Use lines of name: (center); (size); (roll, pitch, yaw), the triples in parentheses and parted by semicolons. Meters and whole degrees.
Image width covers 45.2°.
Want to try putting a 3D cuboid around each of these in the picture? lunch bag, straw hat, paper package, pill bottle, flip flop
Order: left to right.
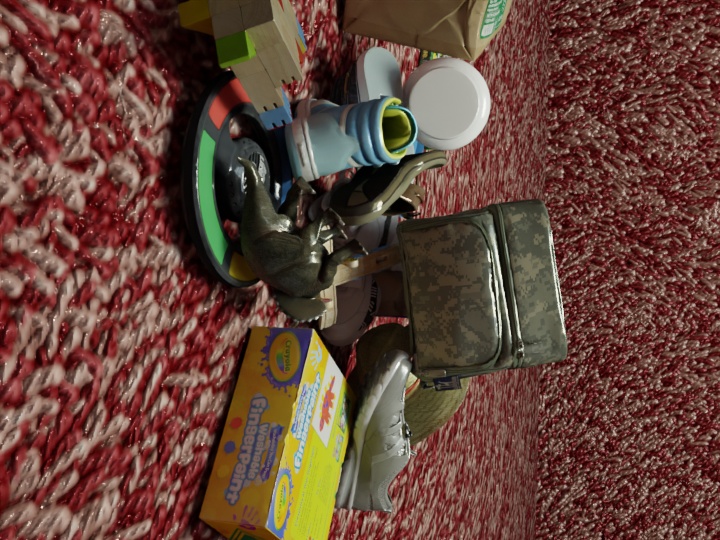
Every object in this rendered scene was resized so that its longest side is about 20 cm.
straw hat: (0.035, 0.113, 1.060); (0.085, 0.200, 0.202); (56, 39, -35)
flip flop: (0.032, -0.079, 0.897); (0.200, 0.081, 0.058); (-47, 124, -56)
paper package: (0.094, -0.359, 1.110); (0.200, 0.190, 0.104); (-53, 155, -57)
pill bottle: (0.106, -0.208, 1.085); (0.200, 0.111, 0.113); (-60, 150, -80)
lunch bag: (0.130, 0.026, 0.984); (0.139, 0.167, 0.201); (168, -85, -83)

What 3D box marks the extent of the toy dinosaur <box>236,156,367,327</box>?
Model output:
toy dinosaur: (-0.062, -0.018, 0.790); (0.102, 0.077, 0.200); (-43, 139, -5)

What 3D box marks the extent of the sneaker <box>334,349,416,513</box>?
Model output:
sneaker: (0.029, 0.184, 0.986); (0.075, 0.082, 0.201); (-92, -162, -73)

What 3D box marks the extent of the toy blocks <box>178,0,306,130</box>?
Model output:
toy blocks: (-0.088, -0.221, 0.759); (0.137, 0.099, 0.201); (60, 15, -62)

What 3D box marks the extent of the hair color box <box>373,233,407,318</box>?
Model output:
hair color box: (0.085, 0.008, 1.125); (0.065, 0.199, 0.110); (10, 81, -68)

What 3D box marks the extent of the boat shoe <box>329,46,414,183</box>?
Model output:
boat shoe: (0.011, -0.154, 1.021); (0.071, 0.091, 0.201); (6, 74, -29)

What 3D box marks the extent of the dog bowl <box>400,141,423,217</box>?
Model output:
dog bowl: (0.046, -0.169, 1.220); (0.112, 0.049, 0.201); (61, 37, -55)

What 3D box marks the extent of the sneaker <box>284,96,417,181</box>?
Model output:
sneaker: (-0.004, -0.147, 0.919); (0.200, 0.130, 0.080); (-84, 162, -68)

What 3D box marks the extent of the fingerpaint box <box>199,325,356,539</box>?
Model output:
fingerpaint box: (-0.076, 0.183, 0.883); (0.167, 0.073, 0.201); (64, 33, -55)

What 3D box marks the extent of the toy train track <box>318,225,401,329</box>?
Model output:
toy train track: (0.000, 0.000, 0.971); (0.199, 0.032, 0.115); (-20, 114, -40)

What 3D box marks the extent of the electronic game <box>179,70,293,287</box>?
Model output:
electronic game: (-0.109, -0.084, 0.808); (0.200, 0.041, 0.201); (3, 90, -70)

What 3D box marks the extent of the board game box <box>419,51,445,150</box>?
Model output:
board game box: (0.119, -0.314, 1.447); (0.105, 0.023, 0.201); (44, 51, -61)

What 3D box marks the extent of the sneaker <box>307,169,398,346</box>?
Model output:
sneaker: (-0.021, -0.019, 1.024); (0.115, 0.075, 0.201); (44, 57, -52)
